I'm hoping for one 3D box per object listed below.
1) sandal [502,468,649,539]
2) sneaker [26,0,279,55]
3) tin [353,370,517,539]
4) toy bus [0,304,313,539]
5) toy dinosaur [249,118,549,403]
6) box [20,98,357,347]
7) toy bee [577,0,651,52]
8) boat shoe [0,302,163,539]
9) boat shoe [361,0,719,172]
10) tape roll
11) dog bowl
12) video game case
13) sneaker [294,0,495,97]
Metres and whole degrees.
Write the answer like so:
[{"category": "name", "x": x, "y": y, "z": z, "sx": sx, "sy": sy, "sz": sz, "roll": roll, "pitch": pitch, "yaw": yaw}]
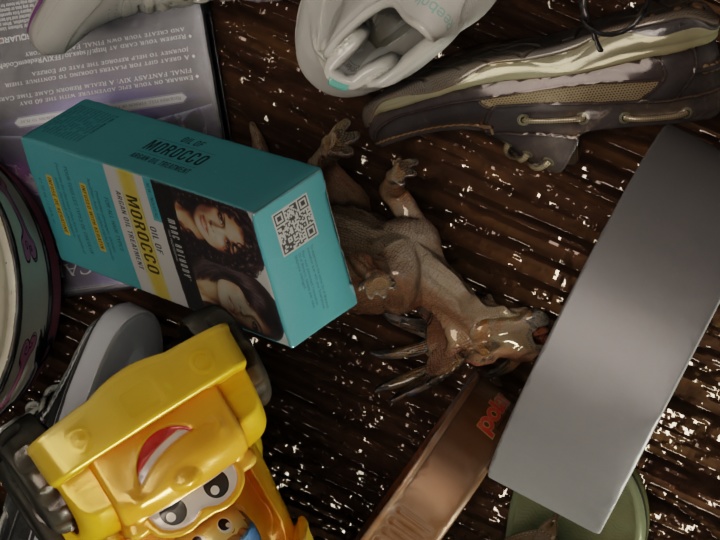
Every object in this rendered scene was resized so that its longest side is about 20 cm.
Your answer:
[{"category": "sandal", "x": 0.100, "y": 0.181, "z": 1.253, "sx": 0.080, "sy": 0.057, "sz": 0.202, "roll": 25, "pitch": 108, "yaw": 14}, {"category": "sneaker", "x": -0.088, "y": -0.169, "z": 1.217, "sx": 0.200, "sy": 0.075, "sz": 0.100, "roll": -37, "pitch": 96, "yaw": 1}, {"category": "tin", "x": 0.023, "y": 0.140, "z": 1.228, "sx": 0.042, "sy": 0.112, "sz": 0.200, "roll": 37, "pitch": 123, "yaw": 6}, {"category": "toy bus", "x": -0.084, "y": 0.135, "z": 1.153, "sx": 0.135, "sy": 0.200, "sz": 0.192, "roll": -30, "pitch": 84, "yaw": -13}, {"category": "toy dinosaur", "x": 0.000, "y": 0.000, "z": 1.243, "sx": 0.200, "sy": 0.136, "sz": 0.086, "roll": 30, "pitch": 64, "yaw": 29}, {"category": "box", "x": -0.093, "y": -0.028, "z": 1.192, "sx": 0.200, "sy": 0.049, "sz": 0.083, "roll": 18, "pitch": 133, "yaw": 45}, {"category": "toy bee", "x": 0.095, "y": -0.179, "z": 1.180, "sx": 0.131, "sy": 0.109, "sz": 0.201, "roll": -26, "pitch": 68, "yaw": 25}, {"category": "boat shoe", "x": -0.171, "y": 0.101, "z": 1.309, "sx": 0.068, "sy": 0.074, "sz": 0.200, "roll": 29, "pitch": 119, "yaw": 26}, {"category": "boat shoe", "x": 0.097, "y": -0.086, "z": 1.199, "sx": 0.199, "sy": 0.074, "sz": 0.074, "roll": -12, "pitch": 102, "yaw": 22}, {"category": "tape roll", "x": 0.138, "y": 0.030, "z": 1.143, "sx": 0.066, "sy": 0.200, "sz": 0.201, "roll": 26, "pitch": 106, "yaw": 9}, {"category": "dog bowl", "x": -0.258, "y": 0.011, "z": 1.294, "sx": 0.199, "sy": 0.074, "sz": 0.201, "roll": 1, "pitch": 93, "yaw": 26}, {"category": "video game case", "x": -0.145, "y": -0.089, "z": 1.292, "sx": 0.142, "sy": 0.019, "sz": 0.201, "roll": -7, "pitch": 99, "yaw": 16}, {"category": "sneaker", "x": 0.003, "y": -0.120, "z": 1.160, "sx": 0.075, "sy": 0.200, "sz": 0.089, "roll": 39, "pitch": 65, "yaw": -10}]
